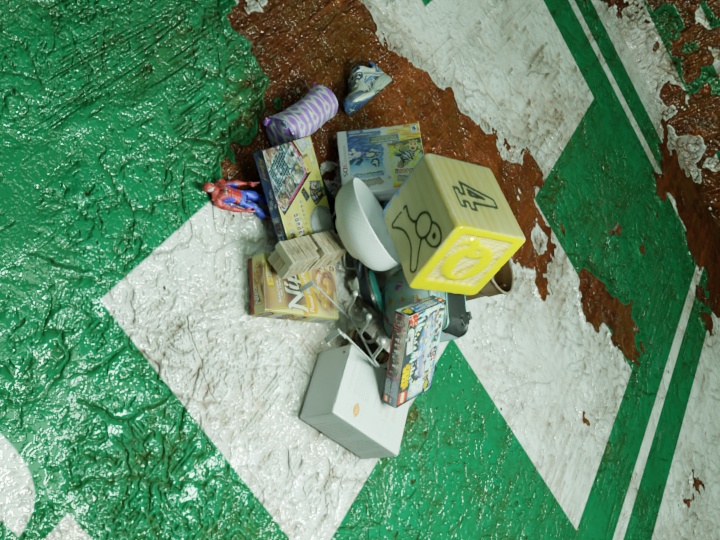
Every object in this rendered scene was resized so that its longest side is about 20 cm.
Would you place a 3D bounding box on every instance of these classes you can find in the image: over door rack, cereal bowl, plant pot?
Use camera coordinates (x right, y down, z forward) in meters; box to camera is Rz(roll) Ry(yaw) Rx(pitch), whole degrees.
[{"bbox_3d":[-0.017,0.102,1.543,0.199,0.067,0.149,31,20,-48],"label":"over door rack"},{"bbox_3d":[0.005,-0.085,1.621,0.202,0.082,0.201,56,15,-23],"label":"cereal bowl"},{"bbox_3d":[0.236,-0.008,1.851,0.200,0.195,0.204,40,39,-41],"label":"plant pot"}]

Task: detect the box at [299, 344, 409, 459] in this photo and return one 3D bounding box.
[{"bbox_3d":[-0.005,0.274,1.603,0.199,0.105,0.155,39,52,-30],"label":"box"}]

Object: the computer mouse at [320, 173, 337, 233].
[{"bbox_3d":[-0.108,-0.148,1.678,0.139,0.052,0.203,-45,118,-37],"label":"computer mouse"}]

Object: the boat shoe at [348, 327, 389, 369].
[{"bbox_3d":[0.051,0.202,1.707,0.202,0.071,0.072,55,46,-17],"label":"boat shoe"}]

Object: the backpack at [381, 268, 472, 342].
[{"bbox_3d":[0.131,0.079,1.738,0.151,0.198,0.180,14,63,-38],"label":"backpack"}]

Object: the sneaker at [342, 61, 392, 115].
[{"bbox_3d":[-0.003,-0.444,1.871,0.086,0.077,0.200,50,40,-8],"label":"sneaker"}]

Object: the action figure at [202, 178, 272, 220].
[{"bbox_3d":[-0.230,-0.143,1.554,0.197,0.051,0.067,13,72,-40],"label":"action figure"}]

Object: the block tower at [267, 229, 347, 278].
[{"bbox_3d":[-0.105,-0.034,1.563,0.054,0.058,0.199,52,30,14],"label":"block tower"}]

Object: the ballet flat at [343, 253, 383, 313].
[{"bbox_3d":[0.000,0.000,1.726,0.072,0.072,0.205,-7,82,-45],"label":"ballet flat"}]

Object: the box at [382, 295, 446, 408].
[{"bbox_3d":[0.110,0.164,1.580,0.136,0.039,0.205,-18,121,-49],"label":"box"}]

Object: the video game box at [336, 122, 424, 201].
[{"bbox_3d":[0.048,-0.242,1.749,0.047,0.195,0.186,84,-1,-60],"label":"video game box"}]

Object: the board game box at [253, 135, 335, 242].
[{"bbox_3d":[-0.133,-0.161,1.593,0.134,0.034,0.205,-25,105,-42],"label":"board game box"}]

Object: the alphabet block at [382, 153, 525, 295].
[{"bbox_3d":[0.188,-0.092,1.610,0.193,0.196,0.203,6,50,-32],"label":"alphabet block"}]

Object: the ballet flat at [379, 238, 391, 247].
[{"bbox_3d":[0.079,-0.052,1.797,0.199,0.056,0.068,-14,90,-69],"label":"ballet flat"}]

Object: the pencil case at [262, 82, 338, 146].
[{"bbox_3d":[-0.129,-0.334,1.695,0.085,0.084,0.200,41,46,3],"label":"pencil case"}]

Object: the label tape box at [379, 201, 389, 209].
[{"bbox_3d":[0.085,-0.192,1.873,0.142,0.063,0.205,17,66,-41],"label":"label tape box"}]

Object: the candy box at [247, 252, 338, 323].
[{"bbox_3d":[-0.135,0.039,1.583,0.197,0.055,0.118,10,69,-44],"label":"candy box"}]
